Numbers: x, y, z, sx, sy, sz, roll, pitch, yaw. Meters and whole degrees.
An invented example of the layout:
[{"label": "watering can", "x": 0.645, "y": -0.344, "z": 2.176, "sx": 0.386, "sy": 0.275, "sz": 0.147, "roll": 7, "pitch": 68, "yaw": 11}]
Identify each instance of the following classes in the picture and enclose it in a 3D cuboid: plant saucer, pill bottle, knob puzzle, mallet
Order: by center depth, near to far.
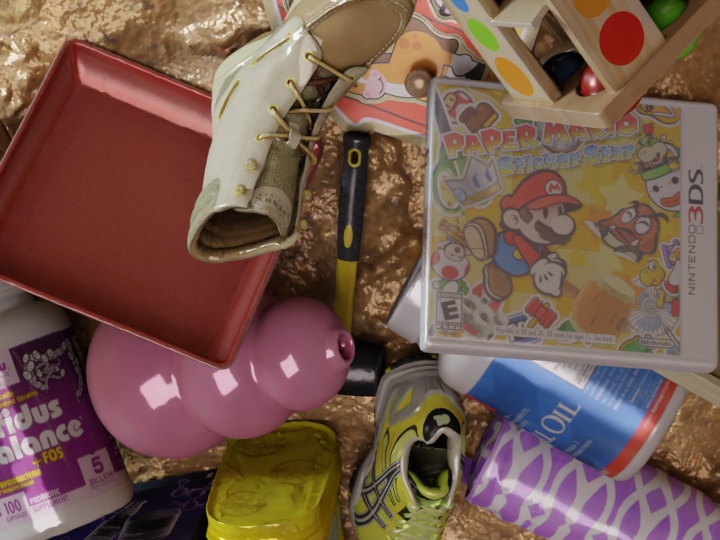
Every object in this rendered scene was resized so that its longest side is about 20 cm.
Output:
[{"label": "knob puzzle", "x": 0.021, "y": -0.178, "z": 1.524, "sx": 0.218, "sy": 0.030, "sz": 0.221, "roll": 4, "pitch": 114, "yaw": 9}, {"label": "plant saucer", "x": -0.149, "y": -0.041, "z": 1.545, "sx": 0.199, "sy": 0.201, "sz": 0.037, "roll": 22, "pitch": 149, "yaw": 0}, {"label": "pill bottle", "x": 0.122, "y": 0.052, "z": 1.561, "sx": 0.199, "sy": 0.112, "sz": 0.113, "roll": 29, "pitch": 115, "yaw": -2}, {"label": "mallet", "x": 0.000, "y": 0.000, "z": 1.599, "sx": 0.065, "sy": 0.041, "sz": 0.201, "roll": 14, "pitch": 115, "yaw": 4}, {"label": "pill bottle", "x": -0.247, "y": 0.092, "z": 1.630, "sx": 0.112, "sy": 0.112, "sz": 0.201, "roll": -21, "pitch": 91, "yaw": 18}]

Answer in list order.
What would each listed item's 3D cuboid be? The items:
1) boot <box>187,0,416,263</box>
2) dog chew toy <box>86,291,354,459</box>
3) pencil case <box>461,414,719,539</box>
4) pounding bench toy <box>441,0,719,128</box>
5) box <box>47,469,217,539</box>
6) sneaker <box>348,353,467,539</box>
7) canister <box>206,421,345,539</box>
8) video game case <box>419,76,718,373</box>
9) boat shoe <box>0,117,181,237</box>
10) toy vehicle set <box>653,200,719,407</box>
[{"label": "boot", "x": -0.040, "y": -0.099, "z": 1.470, "sx": 0.072, "sy": 0.155, "sz": 0.200, "roll": 30, "pitch": 141, "yaw": -26}, {"label": "dog chew toy", "x": -0.094, "y": 0.065, "z": 1.584, "sx": 0.199, "sy": 0.125, "sz": 0.125, "roll": -10, "pitch": 112, "yaw": 31}, {"label": "pencil case", "x": 0.171, "y": 0.169, "z": 1.625, "sx": 0.199, "sy": 0.084, "sz": 0.086, "roll": 28, "pitch": 160, "yaw": -2}, {"label": "pounding bench toy", "x": 0.157, "y": -0.205, "z": 1.427, "sx": 0.200, "sy": 0.124, "sz": 0.156, "roll": -46, "pitch": 114, "yaw": -14}, {"label": "box", "x": -0.199, "y": 0.226, "z": 1.679, "sx": 0.199, "sy": 0.141, "sz": 0.079, "roll": -11, "pitch": 108, "yaw": 14}, {"label": "sneaker", "x": 0.035, "y": 0.158, "z": 1.628, "sx": 0.075, "sy": 0.077, "sz": 0.201, "roll": -4, "pitch": 126, "yaw": -10}, {"label": "canister", "x": -0.052, "y": 0.234, "z": 1.653, "sx": 0.086, "sy": 0.149, "sz": 0.201, "roll": -3, "pitch": 114, "yaw": 9}, {"label": "video game case", "x": 0.139, "y": -0.030, "z": 1.486, "sx": 0.199, "sy": 0.023, "sz": 0.183, "roll": 4, "pitch": 76, "yaw": -10}, {"label": "boat shoe", "x": -0.180, "y": -0.047, "z": 1.606, "sx": 0.199, "sy": 0.073, "sz": 0.072, "roll": 15, "pitch": 146, "yaw": -5}, {"label": "toy vehicle set", "x": 0.184, "y": -0.011, "z": 1.523, "sx": 0.199, "sy": 0.125, "sz": 0.027, "roll": 29, "pitch": 157, "yaw": -3}]
